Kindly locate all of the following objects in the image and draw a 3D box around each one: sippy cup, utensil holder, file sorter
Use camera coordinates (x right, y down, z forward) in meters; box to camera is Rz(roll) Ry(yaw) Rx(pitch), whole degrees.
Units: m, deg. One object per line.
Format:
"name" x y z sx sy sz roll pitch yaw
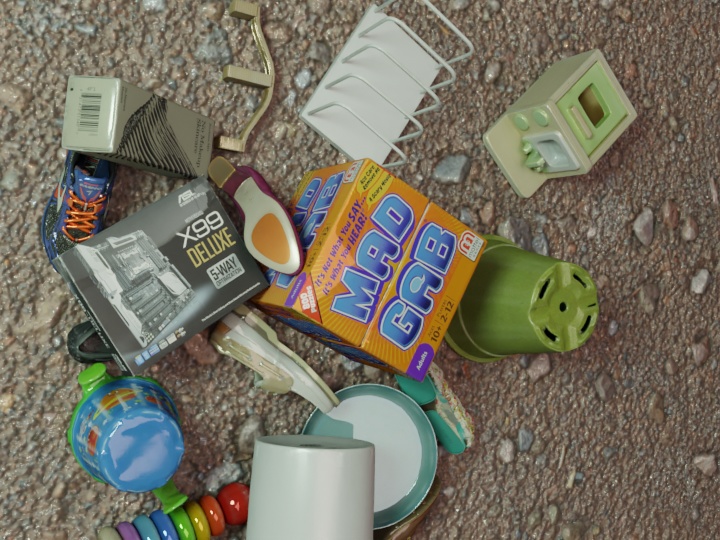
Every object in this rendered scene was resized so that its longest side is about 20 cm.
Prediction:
"sippy cup" -0.270 0.202 0.938 0.177 0.130 0.141 26 81 -25
"utensil holder" -0.064 0.318 0.999 0.169 0.170 0.202 5 83 -26
"file sorter" 0.040 -0.255 1.077 0.138 0.124 0.201 36 77 -22

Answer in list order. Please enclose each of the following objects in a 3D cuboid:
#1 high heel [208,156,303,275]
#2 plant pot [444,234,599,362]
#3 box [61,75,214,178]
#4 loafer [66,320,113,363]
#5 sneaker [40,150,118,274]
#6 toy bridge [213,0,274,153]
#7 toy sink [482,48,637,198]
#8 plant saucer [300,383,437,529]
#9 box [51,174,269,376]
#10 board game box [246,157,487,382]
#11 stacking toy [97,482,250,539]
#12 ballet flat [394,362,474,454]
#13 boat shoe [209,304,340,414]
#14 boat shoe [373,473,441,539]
"high heel" -0.113 -0.060 0.976 0.067 0.200 0.096 -49 150 7
"plant pot" 0.241 0.047 1.150 0.198 0.190 0.202 -1 92 -27
"box" -0.248 -0.159 0.904 0.200 0.068 0.083 2 95 -71
"loafer" -0.258 0.069 0.971 0.199 0.070 0.069 -18 99 -25
"sneaker" -0.328 -0.091 0.927 0.075 0.078 0.202 10 87 -25
"toy bridge" -0.148 -0.255 1.038 0.067 0.027 0.202 7 88 -29
"toy sink" 0.311 -0.223 1.217 0.200 0.112 0.131 -44 109 -18
"plant saucer" 0.009 0.260 1.108 0.198 0.027 0.202 1 87 -10
"box" -0.230 0.004 0.927 0.199 0.050 0.159 -35 102 -29
"board game box" 0.000 0.000 1.024 0.199 0.200 0.201 31 78 -24
"stacking toy" -0.225 0.328 1.001 0.199 0.085 0.086 -18 100 -32
"ballet flat" 0.109 0.184 1.168 0.201 0.075 0.064 60 38 -20
"boat shoe" -0.114 0.130 1.048 0.200 0.075 0.068 44 79 -13
"boat shoe" 0.042 0.369 1.138 0.200 0.072 0.068 -40 141 -28
